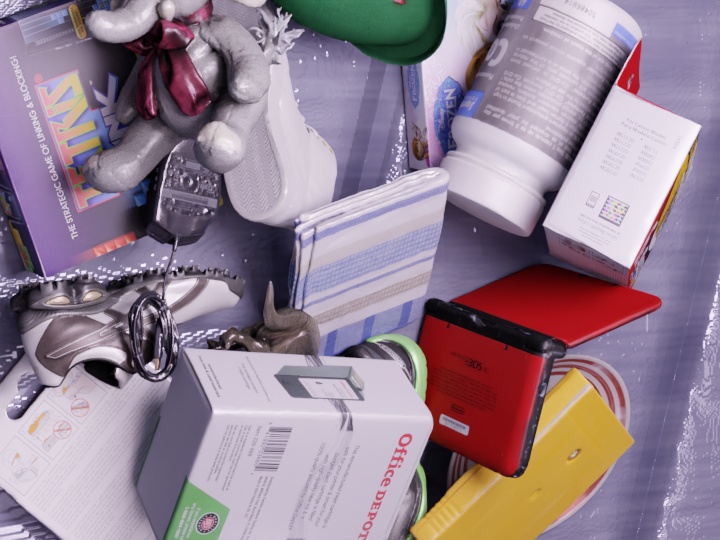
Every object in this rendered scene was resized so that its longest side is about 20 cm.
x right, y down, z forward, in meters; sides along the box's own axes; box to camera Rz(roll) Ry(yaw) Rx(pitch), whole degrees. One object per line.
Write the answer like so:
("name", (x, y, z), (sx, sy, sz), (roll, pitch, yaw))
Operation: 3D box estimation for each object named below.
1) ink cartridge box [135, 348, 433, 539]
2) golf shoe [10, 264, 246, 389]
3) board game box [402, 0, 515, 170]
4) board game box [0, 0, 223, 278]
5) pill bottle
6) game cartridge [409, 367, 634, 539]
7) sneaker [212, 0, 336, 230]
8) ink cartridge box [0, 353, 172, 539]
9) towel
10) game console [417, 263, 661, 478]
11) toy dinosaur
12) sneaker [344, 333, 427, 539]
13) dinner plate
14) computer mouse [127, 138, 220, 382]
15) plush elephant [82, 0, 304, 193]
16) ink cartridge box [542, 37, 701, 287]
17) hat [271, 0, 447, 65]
("ink cartridge box", (-0.061, 0.148, 1.584), (0.199, 0.084, 0.147), (5, 122, -29))
("golf shoe", (-0.183, 0.046, 1.588), (0.199, 0.078, 0.095), (-7, 87, -29))
("board game box", (0.130, -0.201, 1.737), (0.198, 0.041, 0.201), (-12, 104, -25))
("board game box", (-0.217, -0.118, 1.567), (0.165, 0.057, 0.201), (-25, 109, -23))
("pill bottle", (0.146, -0.138, 1.669), (0.113, 0.114, 0.201), (30, 85, -28))
("game cartridge", (0.145, 0.187, 1.740), (0.200, 0.032, 0.176), (-43, 151, 0))
("sneaker", (-0.075, -0.128, 1.630), (0.115, 0.073, 0.201), (22, 58, -66))
("ink cartridge box", (-0.214, 0.146, 1.631), (0.200, 0.050, 0.162), (40, 80, -9))
("towel", (0.000, 0.000, 1.654), (0.146, 0.024, 0.201), (-21, 147, -22))
("game console", (0.144, 0.082, 1.703), (0.118, 0.200, 0.173), (12, 94, -28))
("toy dinosaur", (-0.072, 0.070, 1.629), (0.102, 0.077, 0.201), (-13, 129, -21))
("sneaker", (0.010, 0.156, 1.713), (0.083, 0.077, 0.201), (4, 80, -30))
("dinner plate", (0.160, 0.160, 1.800), (0.199, 0.024, 0.201), (-16, 126, -23))
("computer mouse", (-0.152, -0.012, 1.556), (0.058, 0.034, 0.201), (15, 83, -33))
("plush elephant", (-0.140, -0.177, 1.478), (0.155, 0.164, 0.200), (54, 56, -27))
("ink cartridge box", (0.231, -0.084, 1.675), (0.084, 0.200, 0.176), (27, 88, 9))
("hat", (-0.054, -0.212, 1.552), (0.176, 0.165, 0.201), (-39, 99, -34))
